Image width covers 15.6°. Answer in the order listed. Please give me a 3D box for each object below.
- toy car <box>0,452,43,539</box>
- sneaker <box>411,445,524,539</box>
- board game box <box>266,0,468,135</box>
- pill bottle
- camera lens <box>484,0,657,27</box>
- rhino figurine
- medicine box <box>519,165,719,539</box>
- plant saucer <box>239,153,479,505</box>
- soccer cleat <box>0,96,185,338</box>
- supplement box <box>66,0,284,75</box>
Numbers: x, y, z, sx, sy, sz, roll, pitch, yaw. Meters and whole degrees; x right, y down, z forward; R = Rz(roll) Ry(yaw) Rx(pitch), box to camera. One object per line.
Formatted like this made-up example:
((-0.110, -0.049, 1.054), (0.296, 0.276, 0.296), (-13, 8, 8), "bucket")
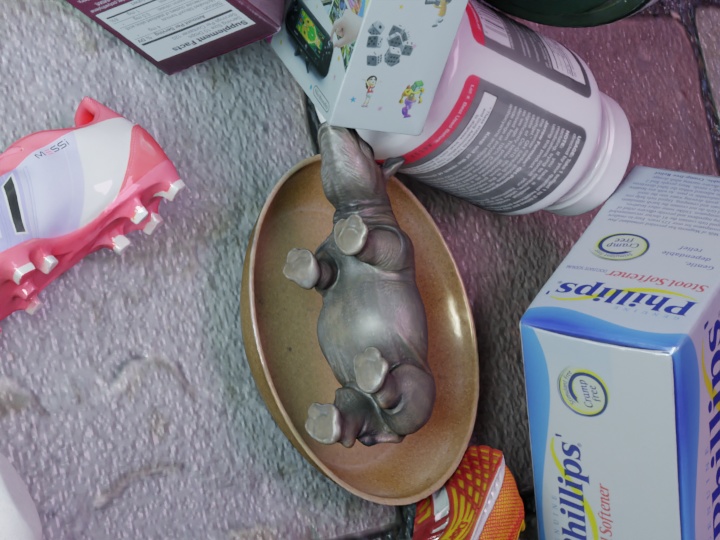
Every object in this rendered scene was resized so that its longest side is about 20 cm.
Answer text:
((-0.233, 0.085, 1.076), (0.200, 0.175, 0.150), (63, 3, -14), "toy car")
((0.048, 0.181, 1.455), (0.200, 0.073, 0.077), (-53, 128, -44), "sneaker")
((0.012, -0.196, 1.404), (0.064, 0.201, 0.148), (5, 29, -28), "board game box")
((0.073, -0.096, 1.557), (0.200, 0.110, 0.111), (21, 61, -47), "pill bottle")
((0.130, -0.253, 1.516), (0.160, 0.160, 0.200), (49, 45, -30), "camera lens")
((0.000, 0.000, 1.408), (0.087, 0.060, 0.201), (26, 55, -61), "rhino figurine")
((0.183, 0.065, 1.593), (0.200, 0.103, 0.183), (-50, 141, -49), "medicine box")
((-0.007, 0.035, 1.466), (0.200, 0.035, 0.201), (23, 59, -45), "plant saucer")
((-0.168, -0.024, 1.270), (0.076, 0.067, 0.200), (44, 42, 12), "soccer cleat")
((-0.128, -0.204, 1.357), (0.200, 0.085, 0.111), (34, 51, -41), "supplement box")
